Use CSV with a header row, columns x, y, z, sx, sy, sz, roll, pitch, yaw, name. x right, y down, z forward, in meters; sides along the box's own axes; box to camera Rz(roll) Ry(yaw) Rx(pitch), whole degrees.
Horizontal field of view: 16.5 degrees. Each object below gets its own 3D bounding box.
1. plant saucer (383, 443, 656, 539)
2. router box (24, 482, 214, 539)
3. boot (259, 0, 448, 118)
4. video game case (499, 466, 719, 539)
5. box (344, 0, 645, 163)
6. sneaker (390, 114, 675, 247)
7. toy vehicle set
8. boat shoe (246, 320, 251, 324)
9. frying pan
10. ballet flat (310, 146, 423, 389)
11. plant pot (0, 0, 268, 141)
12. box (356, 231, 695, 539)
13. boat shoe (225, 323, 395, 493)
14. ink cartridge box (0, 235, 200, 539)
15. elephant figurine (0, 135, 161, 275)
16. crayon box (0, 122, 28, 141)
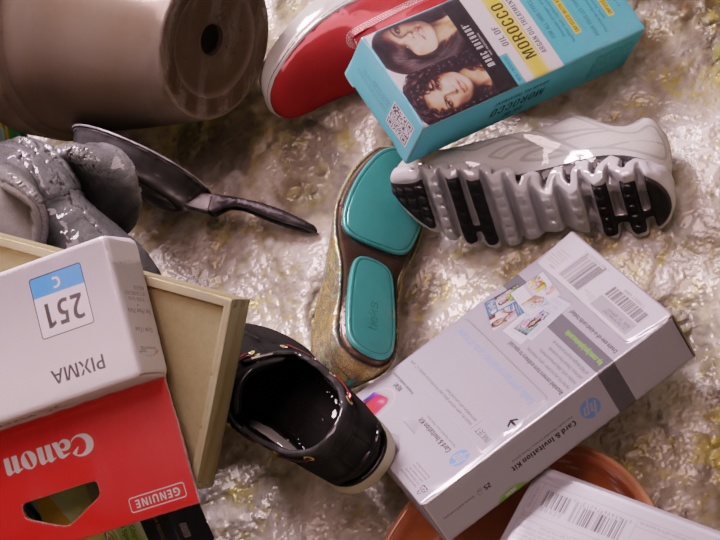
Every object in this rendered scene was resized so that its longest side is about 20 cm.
x,y,z,sx,sy,sz,roll,pitch,yaw,name
0.102,0.203,1.564,0.199,0.037,0.201,-12,55,18,plant saucer
-0.210,0.127,1.677,0.157,0.052,0.201,-28,80,19,router box
0.033,-0.152,1.812,0.199,0.073,0.144,-34,52,-4,boot
0.152,0.228,1.487,0.199,0.023,0.183,18,68,32,video game case
0.095,-0.153,1.727,0.199,0.049,0.083,-26,72,-27,box
0.121,-0.067,1.716,0.198,0.075,0.081,0,49,12,sneaker
-0.176,0.056,1.619,0.199,0.026,0.125,15,95,22,toy vehicle set
-0.163,0.088,1.743,0.199,0.071,0.063,-18,49,11,boat shoe
-0.131,-0.057,1.830,0.189,0.115,0.031,28,80,-11,frying pan
0.000,0.000,1.730,0.070,0.071,0.201,-8,48,20,ballet flat
-0.169,-0.183,1.832,0.173,0.200,0.201,17,67,39,plant pot
0.099,0.072,1.611,0.199,0.041,0.156,-36,29,-5,box
-0.059,0.076,1.624,0.074,0.063,0.201,-52,44,-5,boat shoe
-0.216,0.091,1.597,0.199,0.045,0.178,-19,81,22,ink cartridge box
-0.225,-0.036,1.755,0.154,0.142,0.201,-20,96,4,elephant figurine
-0.333,-0.099,1.862,0.051,0.200,0.126,19,68,33,crayon box
